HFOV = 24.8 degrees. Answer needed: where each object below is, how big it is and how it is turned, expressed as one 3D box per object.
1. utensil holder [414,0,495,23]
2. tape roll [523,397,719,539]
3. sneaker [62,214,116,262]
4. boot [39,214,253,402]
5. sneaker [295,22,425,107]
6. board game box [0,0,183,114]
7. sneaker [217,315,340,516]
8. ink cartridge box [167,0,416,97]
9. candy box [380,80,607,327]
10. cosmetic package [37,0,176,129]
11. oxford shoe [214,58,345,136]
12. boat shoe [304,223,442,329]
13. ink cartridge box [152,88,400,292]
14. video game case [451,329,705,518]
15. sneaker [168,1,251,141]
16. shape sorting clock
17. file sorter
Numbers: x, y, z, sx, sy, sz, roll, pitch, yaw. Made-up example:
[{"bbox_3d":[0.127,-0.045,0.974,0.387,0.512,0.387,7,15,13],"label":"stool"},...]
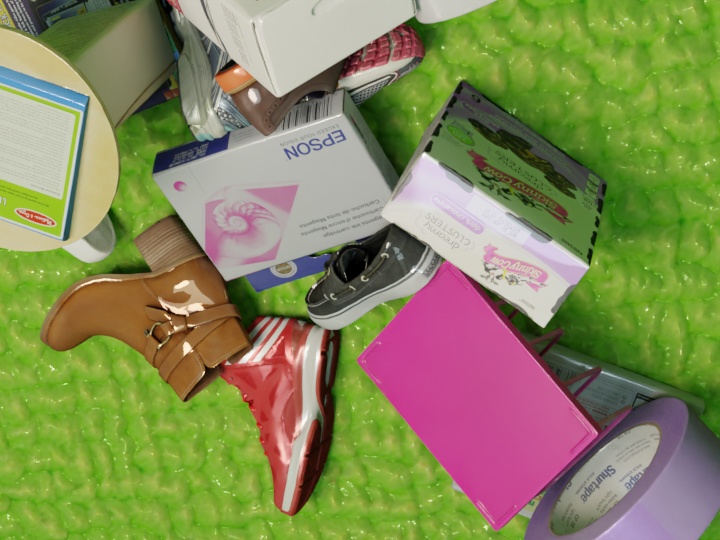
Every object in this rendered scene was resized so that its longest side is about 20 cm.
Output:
[{"bbox_3d":[0.073,-0.327,1.328,0.169,0.170,0.201,-22,109,21],"label":"utensil holder"},{"bbox_3d":[0.239,0.208,1.471,0.066,0.200,0.200,45,115,-9],"label":"tape roll"},{"bbox_3d":[-0.334,-0.060,1.595,0.200,0.074,0.116,45,117,3],"label":"sneaker"},{"bbox_3d":[-0.206,0.063,1.591,0.199,0.077,0.156,-36,79,11],"label":"boot"},{"bbox_3d":[-0.025,-0.159,1.478,0.199,0.081,0.075,-26,126,26],"label":"sneaker"},{"bbox_3d":[-0.252,-0.235,1.506,0.164,0.057,0.202,-18,108,22],"label":"board game box"},{"bbox_3d":[-0.089,0.136,1.624,0.114,0.078,0.202,14,103,16],"label":"sneaker"},{"bbox_3d":[-0.069,-0.248,1.338,0.144,0.200,0.085,-33,137,-15],"label":"ink cartridge box"},{"bbox_3d":[0.121,-0.062,1.409,0.167,0.200,0.072,35,116,-3],"label":"candy box"},{"bbox_3d":[-0.240,-0.163,1.391,0.102,0.200,0.074,-10,113,19],"label":"cosmetic package"},{"bbox_3d":[-0.040,-0.188,1.409,0.071,0.200,0.073,-11,116,55],"label":"oxford shoe"},{"bbox_3d":[0.000,0.000,1.501,0.056,0.069,0.199,35,149,-20],"label":"boat shoe"},{"bbox_3d":[-0.059,-0.057,1.500,0.195,0.044,0.201,-17,131,20],"label":"ink cartridge box"},{"bbox_3d":[0.207,0.168,1.585,0.198,0.022,0.184,20,115,4],"label":"video game case"},{"bbox_3d":[-0.120,-0.216,1.451,0.085,0.078,0.202,-9,80,4],"label":"sneaker"},{"bbox_3d":[-0.282,-0.103,1.293,0.198,0.039,0.202,6,120,11],"label":"shape sorting clock"},{"bbox_3d":[0.128,0.101,1.485,0.200,0.125,0.139,50,118,14],"label":"file sorter"}]
